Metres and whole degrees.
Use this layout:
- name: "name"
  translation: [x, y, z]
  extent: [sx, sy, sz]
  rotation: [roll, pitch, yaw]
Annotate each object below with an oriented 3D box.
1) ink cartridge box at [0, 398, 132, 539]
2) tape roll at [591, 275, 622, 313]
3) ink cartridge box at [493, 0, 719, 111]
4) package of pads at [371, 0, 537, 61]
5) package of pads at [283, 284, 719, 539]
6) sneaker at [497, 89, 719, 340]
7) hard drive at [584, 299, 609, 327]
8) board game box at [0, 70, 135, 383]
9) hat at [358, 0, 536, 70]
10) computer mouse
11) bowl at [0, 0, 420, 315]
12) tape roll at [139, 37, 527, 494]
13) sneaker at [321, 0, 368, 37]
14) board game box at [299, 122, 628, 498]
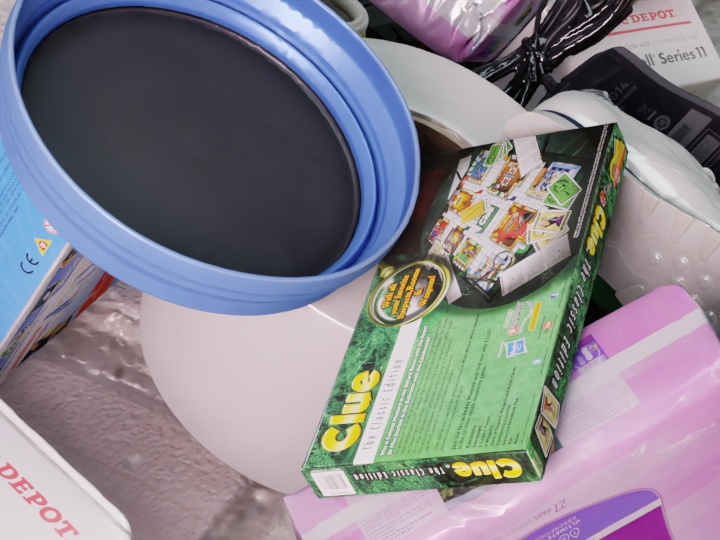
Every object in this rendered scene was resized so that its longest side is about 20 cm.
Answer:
- name: "ink cartridge box"
  translation: [-0.217, 0.136, 0.805]
  extent: [0.200, 0.084, 0.145]
  rotation: [-20, 44, -39]
- name: "tape roll"
  translation: [0.226, -0.008, 1.094]
  extent: [0.200, 0.048, 0.201]
  rotation: [3, 21, -1]
- name: "ink cartridge box"
  translation: [0.140, -0.111, 1.182]
  extent: [0.117, 0.200, 0.067]
  rotation: [-13, 71, -32]
- name: "package of pads"
  translation: [0.048, -0.189, 1.188]
  extent: [0.120, 0.076, 0.200]
  rotation: [44, 11, 1]
- name: "package of pads"
  translation: [0.078, 0.103, 0.833]
  extent: [0.200, 0.121, 0.076]
  rotation: [-30, 43, -1]
- name: "sneaker"
  translation: [0.158, -0.015, 0.923]
  extent: [0.200, 0.076, 0.080]
  rotation: [47, 39, 14]
- name: "hard drive"
  translation: [0.156, 0.016, 1.150]
  extent: [0.139, 0.033, 0.200]
  rotation: [-12, 39, -31]
- name: "board game box"
  translation: [-0.142, -0.039, 0.986]
  extent: [0.056, 0.200, 0.196]
  rotation: [40, 36, 1]
- name: "hat"
  translation: [0.033, -0.170, 1.354]
  extent: [0.200, 0.081, 0.201]
  rotation: [10, 50, -12]
- name: "computer mouse"
  translation: [0.148, -0.070, 1.034]
  extent: [0.138, 0.053, 0.200]
  rotation: [-41, 52, 1]
- name: "bowl"
  translation: [-0.069, -0.066, 0.866]
  extent: [0.200, 0.039, 0.201]
  rotation: [17, 47, -20]
- name: "tape roll"
  translation: [0.000, 0.000, 0.978]
  extent: [0.202, 0.139, 0.203]
  rotation: [13, 49, -15]
- name: "sneaker"
  translation: [-0.079, -0.148, 1.137]
  extent: [0.200, 0.116, 0.074]
  rotation: [25, 37, 22]
- name: "board game box"
  translation: [0.049, 0.014, 0.836]
  extent: [0.105, 0.023, 0.200]
  rotation: [-6, 41, 27]
